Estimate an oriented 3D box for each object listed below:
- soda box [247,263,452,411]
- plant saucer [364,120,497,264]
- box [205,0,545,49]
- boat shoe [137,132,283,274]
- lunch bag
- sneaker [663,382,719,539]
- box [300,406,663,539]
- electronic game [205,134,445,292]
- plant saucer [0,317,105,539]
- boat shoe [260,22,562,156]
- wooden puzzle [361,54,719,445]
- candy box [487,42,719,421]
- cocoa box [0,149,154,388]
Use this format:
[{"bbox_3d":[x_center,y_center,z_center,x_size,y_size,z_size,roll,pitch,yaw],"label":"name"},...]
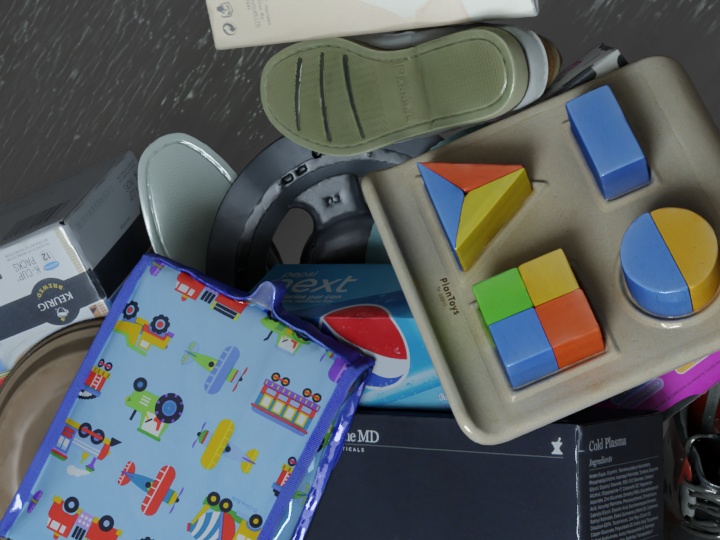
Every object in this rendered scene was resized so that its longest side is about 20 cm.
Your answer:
[{"bbox_3d":[0.023,0.038,1.151,0.199,0.068,0.064,-1,118,33],"label":"soda box"},{"bbox_3d":[0.102,0.007,1.221,0.200,0.039,0.202,0,101,-2],"label":"plant saucer"},{"bbox_3d":[0.011,-0.190,1.164,0.199,0.095,0.078,-3,112,17],"label":"box"},{"bbox_3d":[-0.089,0.000,1.290,0.075,0.060,0.201,-26,103,-6],"label":"boat shoe"},{"bbox_3d":[-0.094,0.095,1.131,0.150,0.094,0.201,26,96,15],"label":"lunch bag"},{"bbox_3d":[0.221,0.132,1.257,0.077,0.082,0.201,1,113,14],"label":"sneaker"},{"bbox_3d":[0.070,0.171,1.146,0.199,0.104,0.183,1,92,36],"label":"box"},{"bbox_3d":[0.000,0.000,1.255,0.199,0.042,0.201,-1,101,-4],"label":"electronic game"},{"bbox_3d":[-0.148,0.130,1.207,0.199,0.029,0.201,3,99,17],"label":"plant saucer"},{"bbox_3d":[0.030,-0.110,1.177,0.199,0.068,0.075,1,100,39],"label":"boat shoe"},{"bbox_3d":[0.117,-0.022,1.057,0.199,0.186,0.046,-21,148,-2],"label":"wooden puzzle"},{"bbox_3d":[0.150,-0.015,1.168,0.136,0.061,0.200,-35,101,3],"label":"candy box"},{"bbox_3d":[-0.223,0.031,1.299,0.199,0.133,0.132,-21,108,21],"label":"cocoa box"}]
